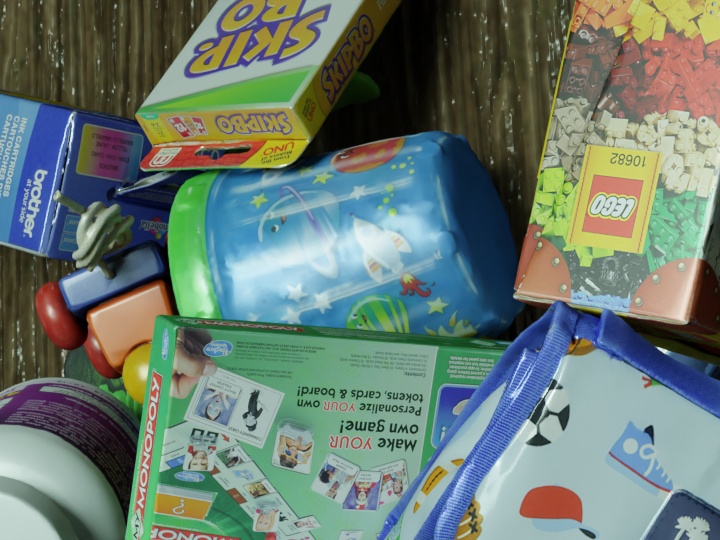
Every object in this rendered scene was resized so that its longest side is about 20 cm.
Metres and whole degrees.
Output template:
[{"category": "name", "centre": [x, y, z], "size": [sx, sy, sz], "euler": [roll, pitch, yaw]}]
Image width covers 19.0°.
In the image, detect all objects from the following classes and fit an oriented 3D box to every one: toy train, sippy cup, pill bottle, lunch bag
[{"category": "toy train", "centre": [-0.096, 0.043, 0.995], "size": [0.084, 0.200, 0.116], "euler": [-24, 73, 4]}, {"category": "sippy cup", "centre": [0.000, 0.000, 0.988], "size": [0.130, 0.140, 0.179], "euler": [-19, 99, 21]}, {"category": "pill bottle", "centre": [-0.159, 0.120, 1.005], "size": [0.112, 0.200, 0.113], "euler": [0, 97, 1]}, {"category": "lunch bag", "centre": [0.097, 0.116, 0.795], "size": [0.169, 0.124, 0.200], "euler": [30, 132, -3]}]

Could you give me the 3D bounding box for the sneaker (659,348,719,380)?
[{"category": "sneaker", "centre": [0.128, -0.039, 0.923], "size": [0.075, 0.088, 0.201], "euler": [7, 85, 35]}]

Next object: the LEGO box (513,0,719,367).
[{"category": "LEGO box", "centre": [0.155, -0.039, 0.832], "size": [0.077, 0.200, 0.150], "euler": [9, 85, 37]}]

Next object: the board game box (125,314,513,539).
[{"category": "board game box", "centre": [0.001, 0.093, 0.908], "size": [0.029, 0.199, 0.135], "euler": [23, 105, 64]}]

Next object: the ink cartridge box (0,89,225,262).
[{"category": "ink cartridge box", "centre": [-0.152, -0.047, 1.097], "size": [0.199, 0.136, 0.077], "euler": [17, 95, 37]}]

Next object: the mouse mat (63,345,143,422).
[{"category": "mouse mat", "centre": [-0.084, 0.112, 1.093], "size": [0.160, 0.008, 0.201], "euler": [-20, 67, 31]}]

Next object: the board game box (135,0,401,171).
[{"category": "board game box", "centre": [-0.030, -0.122, 1.028], "size": [0.095, 0.030, 0.201], "euler": [0, 47, 36]}]
